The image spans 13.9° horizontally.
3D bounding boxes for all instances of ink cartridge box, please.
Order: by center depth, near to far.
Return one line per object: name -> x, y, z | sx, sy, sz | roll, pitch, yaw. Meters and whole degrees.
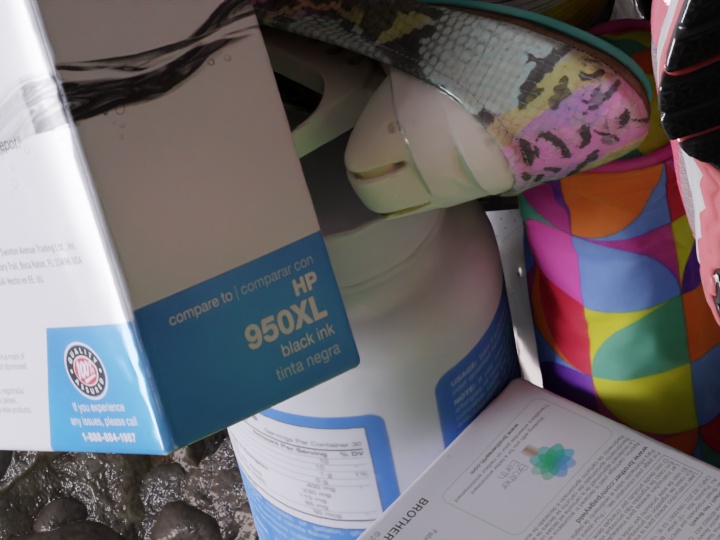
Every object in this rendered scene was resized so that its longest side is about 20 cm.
ink cartridge box -> -0.096, -0.048, 0.958 | 0.144, 0.084, 0.201 | -2, 107, 55
ink cartridge box -> 0.092, 0.134, 0.979 | 0.199, 0.136, 0.077 | 22, 143, 37

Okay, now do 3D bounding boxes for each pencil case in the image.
pencil case -> 0.094, 0.005, 1.050 | 0.201, 0.088, 0.089 | 80, 170, -45

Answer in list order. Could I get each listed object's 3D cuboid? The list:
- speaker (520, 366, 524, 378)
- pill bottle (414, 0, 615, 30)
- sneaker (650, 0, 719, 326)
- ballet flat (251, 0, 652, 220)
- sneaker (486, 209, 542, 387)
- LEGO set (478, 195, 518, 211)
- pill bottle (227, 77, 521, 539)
speaker -> 0.000, 0.000, 1.178 | 0.200, 0.081, 0.081 | 60, -176, -46
pill bottle -> 0.039, -0.137, 0.995 | 0.200, 0.111, 0.112 | 90, 161, -71
sneaker -> 0.102, -0.064, 0.798 | 0.201, 0.073, 0.087 | 79, 172, -56
ballet flat -> 0.001, -0.058, 0.960 | 0.199, 0.071, 0.069 | 22, 151, 36
sneaker -> 0.094, 0.027, 1.276 | 0.201, 0.076, 0.080 | 68, 164, -11
LEGO set -> 0.006, -0.114, 1.218 | 0.154, 0.115, 0.201 | 99, 161, -44
pill bottle -> 0.001, 0.027, 1.067 | 0.201, 0.112, 0.113 | 79, 171, -46
